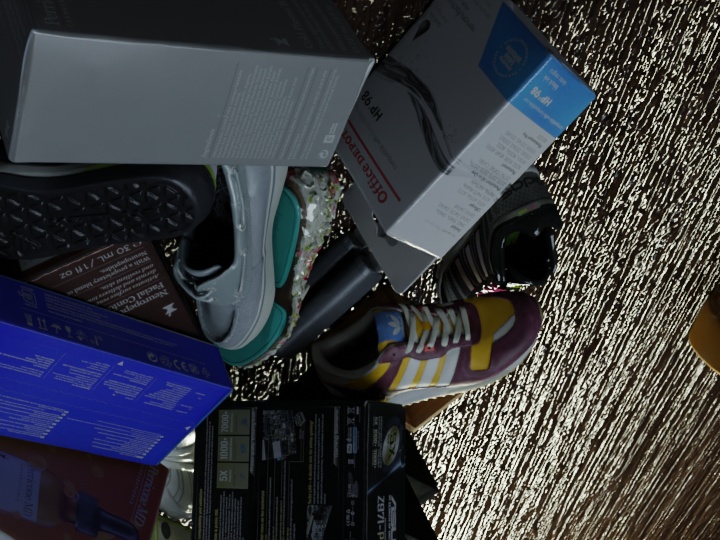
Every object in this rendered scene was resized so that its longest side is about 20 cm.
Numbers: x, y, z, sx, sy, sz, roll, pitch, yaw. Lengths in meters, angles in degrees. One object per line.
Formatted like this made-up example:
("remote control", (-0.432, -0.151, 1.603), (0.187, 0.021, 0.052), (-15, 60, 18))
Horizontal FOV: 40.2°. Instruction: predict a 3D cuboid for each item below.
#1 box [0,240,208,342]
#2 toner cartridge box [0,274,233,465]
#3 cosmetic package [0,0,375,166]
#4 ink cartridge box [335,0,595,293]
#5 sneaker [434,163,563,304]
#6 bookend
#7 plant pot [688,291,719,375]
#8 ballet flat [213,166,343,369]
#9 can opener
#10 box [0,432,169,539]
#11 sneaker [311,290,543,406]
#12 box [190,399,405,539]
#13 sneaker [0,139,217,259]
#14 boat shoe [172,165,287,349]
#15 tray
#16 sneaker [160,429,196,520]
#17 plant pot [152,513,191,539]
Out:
("box", (-0.178, 0.028, 0.709), (0.099, 0.076, 0.201), (-25, 145, -7))
("toner cartridge box", (-0.188, 0.072, 0.657), (0.095, 0.044, 0.199), (-42, 141, 19))
("cosmetic package", (-0.107, -0.122, 0.560), (0.197, 0.108, 0.091), (-2, 136, -36))
("ink cartridge box", (0.051, -0.095, 0.694), (0.200, 0.117, 0.066), (-47, 141, 19))
("sneaker", (0.125, -0.004, 0.874), (0.072, 0.088, 0.202), (-10, 139, -26))
("bookend", (0.010, 0.223, 0.958), (0.092, 0.200, 0.200), (-37, 144, 11))
("plant pot", (0.507, 0.039, 1.128), (0.197, 0.200, 0.186), (2, 117, -36))
("ballet flat", (-0.059, -0.001, 0.766), (0.064, 0.076, 0.201), (-30, 156, -45))
("can opener", (0.000, 0.000, 0.819), (0.199, 0.053, 0.066), (-40, 143, 11))
("box", (-0.249, 0.159, 0.674), (0.199, 0.153, 0.106), (39, 109, -18))
("sneaker", (0.055, 0.061, 0.828), (0.197, 0.076, 0.090), (-24, 142, 13))
("box", (-0.051, 0.210, 0.806), (0.161, 0.204, 0.086), (-5, 169, 23))
("sneaker", (-0.176, -0.061, 0.610), (0.196, 0.084, 0.072), (0, 139, 4))
("boat shoe", (-0.102, -0.018, 0.699), (0.071, 0.070, 0.203), (-32, 145, -43))
("tray", (0.039, 0.091, 0.966), (0.098, 0.037, 0.200), (-39, 144, 9))
("sneaker", (-0.160, 0.150, 0.861), (0.099, 0.078, 0.201), (-37, 146, -2))
("plant pot", (-0.217, 0.326, 0.877), (0.178, 0.202, 0.200), (-18, 148, 14))
